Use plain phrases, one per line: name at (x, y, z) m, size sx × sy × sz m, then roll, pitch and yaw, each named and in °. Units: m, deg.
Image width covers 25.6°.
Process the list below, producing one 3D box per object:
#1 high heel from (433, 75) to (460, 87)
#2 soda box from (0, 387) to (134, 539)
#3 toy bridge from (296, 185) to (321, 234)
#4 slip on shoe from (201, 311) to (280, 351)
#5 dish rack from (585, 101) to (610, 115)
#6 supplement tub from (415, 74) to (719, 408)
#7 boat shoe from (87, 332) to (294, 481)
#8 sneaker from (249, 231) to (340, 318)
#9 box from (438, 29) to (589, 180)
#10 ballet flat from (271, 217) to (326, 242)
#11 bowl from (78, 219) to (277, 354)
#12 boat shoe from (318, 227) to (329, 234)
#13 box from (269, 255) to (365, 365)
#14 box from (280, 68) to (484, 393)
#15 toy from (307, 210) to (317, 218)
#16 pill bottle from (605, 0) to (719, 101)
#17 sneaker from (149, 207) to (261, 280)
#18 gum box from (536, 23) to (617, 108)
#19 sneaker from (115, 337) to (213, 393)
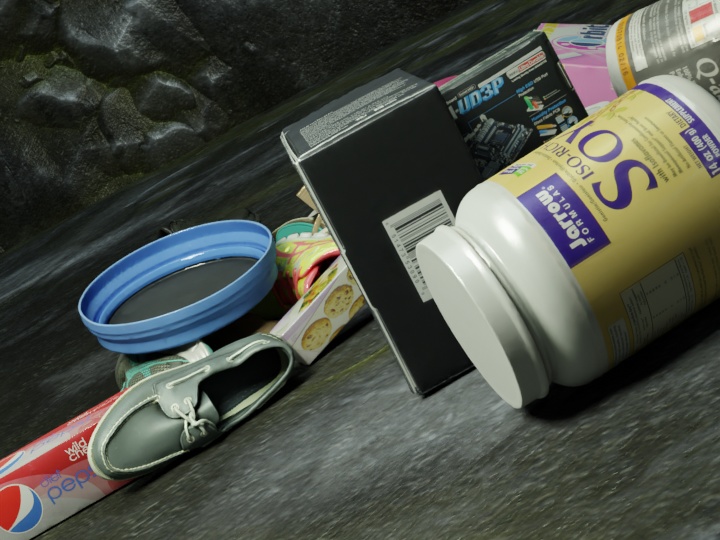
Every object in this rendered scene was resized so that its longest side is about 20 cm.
high heel at (0.045, -0.156, 1.626) m, size 0.095 × 0.068 × 0.199 m, roll -17°, pitch 12°, yaw -36°
soda box at (-0.272, 0.183, 1.402) m, size 0.199 × 0.064 × 0.070 m, roll -30°, pitch 12°, yaw 3°
toy bridge at (-0.089, 0.003, 1.651) m, size 0.200 × 0.067 × 0.027 m, roll -51°, pitch 3°, yaw 1°
slip on shoe at (-0.124, 0.064, 1.534) m, size 0.076 × 0.061 × 0.200 m, roll -35°, pitch 13°, yaw -24°
dish rack at (0.154, -0.085, 1.521) m, size 0.171 × 0.044 × 0.200 m, roll -21°, pitch 15°, yaw 35°
supplement tub at (0.150, -0.017, 1.010) m, size 0.199 × 0.146 × 0.145 m, roll -32°, pitch 12°, yaw -9°
boat shoe at (-0.141, 0.113, 1.352) m, size 0.199 × 0.073 × 0.062 m, roll -30°, pitch 7°, yaw -23°
sneaker at (-0.047, 0.007, 1.539) m, size 0.199 × 0.079 × 0.090 m, roll -22°, pitch 14°, yaw 33°
box at (0.107, -0.088, 1.367) m, size 0.199 × 0.160 × 0.046 m, roll -31°, pitch 11°, yaw -2°
ballet flat at (-0.075, -0.019, 1.757) m, size 0.062 × 0.068 × 0.199 m, roll -7°, pitch -5°, yaw -43°
bowl at (-0.172, 0.016, 1.525) m, size 0.199 × 0.040 × 0.201 m, roll -17°, pitch 23°, yaw 8°
boat shoe at (0.036, -0.055, 1.622) m, size 0.199 × 0.072 × 0.060 m, roll -35°, pitch 18°, yaw -4°
box at (0.000, 0.000, 1.444) m, size 0.200 × 0.041 × 0.039 m, roll -47°, pitch 17°, yaw -13°
box at (0.037, -0.038, 1.230) m, size 0.123 × 0.201 × 0.197 m, roll -28°, pitch 12°, yaw -2°
toy at (0.032, -0.106, 1.737) m, size 0.115 × 0.047 × 0.200 m, roll -32°, pitch 10°, yaw 34°
pill bottle at (0.329, -0.206, 1.415) m, size 0.199 × 0.117 × 0.116 m, roll -21°, pitch 15°, yaw 37°
sneaker at (-0.170, -0.027, 1.698) m, size 0.076 × 0.090 × 0.200 m, roll -59°, pitch -1°, yaw 27°
gum box at (0.233, -0.209, 1.670) m, size 0.113 × 0.067 × 0.200 m, roll 5°, pitch 22°, yaw 13°
sneaker at (-0.202, 0.111, 1.510) m, size 0.091 × 0.078 × 0.200 m, roll -40°, pitch 14°, yaw -26°
